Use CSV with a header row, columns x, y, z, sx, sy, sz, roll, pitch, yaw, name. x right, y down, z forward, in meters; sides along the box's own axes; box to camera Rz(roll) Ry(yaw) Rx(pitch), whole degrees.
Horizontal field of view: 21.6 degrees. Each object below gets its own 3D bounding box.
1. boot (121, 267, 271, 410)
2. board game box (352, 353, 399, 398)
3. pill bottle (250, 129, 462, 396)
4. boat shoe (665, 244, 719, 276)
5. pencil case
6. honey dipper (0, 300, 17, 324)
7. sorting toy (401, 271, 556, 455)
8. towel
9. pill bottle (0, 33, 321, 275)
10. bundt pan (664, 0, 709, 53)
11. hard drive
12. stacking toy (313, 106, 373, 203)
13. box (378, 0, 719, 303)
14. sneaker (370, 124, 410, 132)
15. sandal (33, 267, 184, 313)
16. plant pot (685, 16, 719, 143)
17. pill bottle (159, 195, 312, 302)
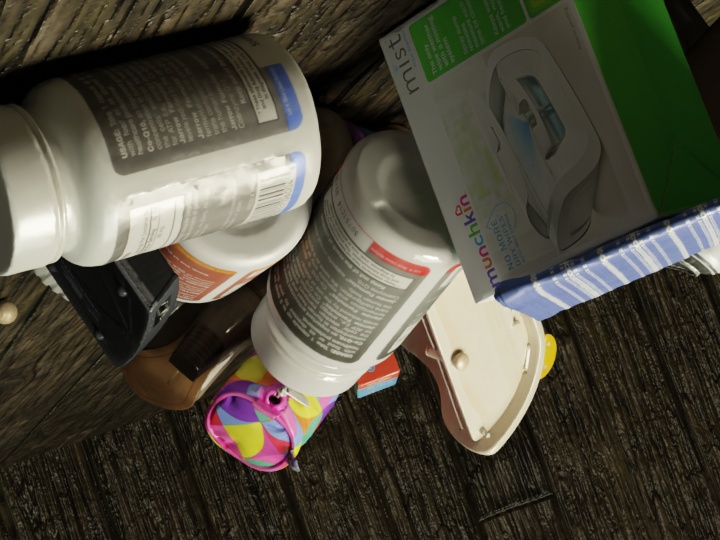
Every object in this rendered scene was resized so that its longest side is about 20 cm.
x,y,z,sx,sy,sz,roll,pitch,yaw,name
-0.115,0.037,1.562,0.146,0.070,0.200,-49,-168,-24,boot
-0.019,0.011,1.697,0.040,0.200,0.153,-20,174,-3,board game box
0.000,0.000,1.376,0.114,0.114,0.200,-15,155,-39,pill bottle
0.169,-0.028,1.352,0.068,0.199,0.074,-61,152,-6,boat shoe
-0.043,0.074,1.493,0.088,0.088,0.200,-27,-162,42,pencil case
-0.364,0.047,1.657,0.038,0.038,0.200,-24,174,27,honey dipper
0.061,0.027,1.611,0.107,0.200,0.180,-38,-141,-22,sorting toy
0.184,-0.019,1.189,0.200,0.024,0.145,-24,170,11,towel
-0.134,-0.068,1.120,0.200,0.114,0.114,-17,172,-29,pill bottle
0.197,-0.129,1.458,0.202,0.076,0.202,-32,155,-17,bundt pan
-0.189,-0.004,1.390,0.042,0.135,0.200,-34,176,-19,hard drive
0.022,-0.065,1.481,0.085,0.086,0.200,-26,152,37,stacking toy
0.129,-0.104,1.258,0.097,0.200,0.176,-13,171,-43,box
-0.018,-0.073,1.603,0.108,0.070,0.200,-23,172,26,sneaker
-0.202,0.014,1.597,0.082,0.050,0.203,-21,142,15,sandal
0.284,-0.102,1.353,0.175,0.200,0.200,-62,177,-7,plant pot
-0.115,-0.038,1.397,0.112,0.112,0.200,-18,176,-22,pill bottle
